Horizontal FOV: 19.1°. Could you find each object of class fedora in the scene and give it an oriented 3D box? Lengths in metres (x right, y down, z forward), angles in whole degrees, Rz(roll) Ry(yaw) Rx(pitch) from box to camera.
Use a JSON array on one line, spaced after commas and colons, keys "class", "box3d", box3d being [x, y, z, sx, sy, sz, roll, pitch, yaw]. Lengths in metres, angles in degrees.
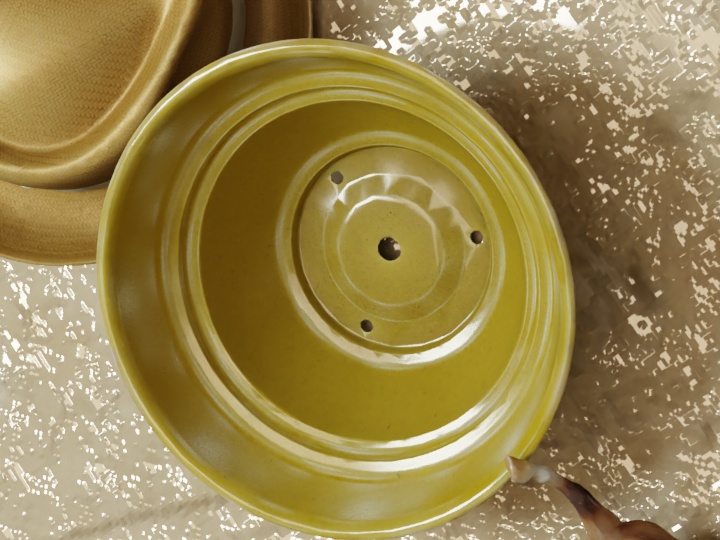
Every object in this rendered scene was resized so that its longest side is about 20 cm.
[{"class": "fedora", "box3d": [-0.117, -0.092, 0.877, 0.200, 0.082, 0.202, 0, 100, -3]}]

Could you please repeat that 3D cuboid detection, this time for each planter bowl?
[{"class": "planter bowl", "box3d": [0.000, 0.000, 0.866, 0.200, 0.083, 0.201, 6, 107, 19]}]

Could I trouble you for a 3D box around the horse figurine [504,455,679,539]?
[{"class": "horse figurine", "box3d": [0.085, 0.155, 0.854, 0.201, 0.132, 0.050, -64, 27, 20]}]
